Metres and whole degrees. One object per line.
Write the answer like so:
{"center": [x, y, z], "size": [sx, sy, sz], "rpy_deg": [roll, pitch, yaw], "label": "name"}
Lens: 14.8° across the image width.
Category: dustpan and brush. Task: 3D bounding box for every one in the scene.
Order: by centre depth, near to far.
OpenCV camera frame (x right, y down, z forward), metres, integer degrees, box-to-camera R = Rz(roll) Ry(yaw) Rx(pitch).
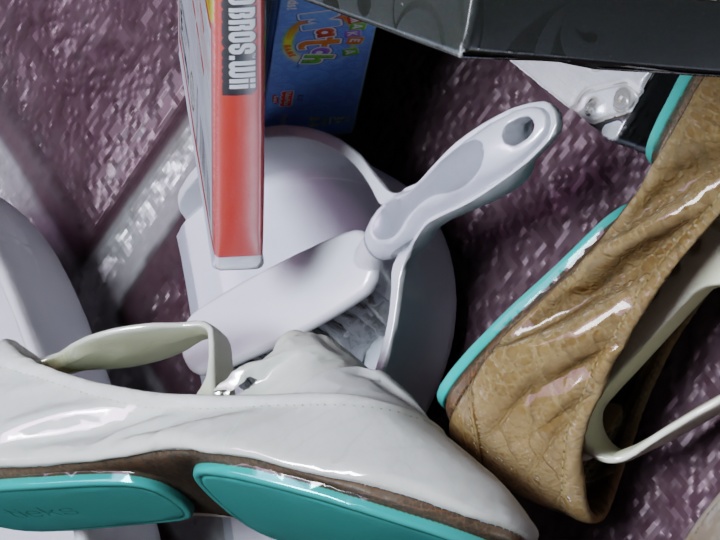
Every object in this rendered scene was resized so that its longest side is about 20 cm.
{"center": [0.000, 0.000, 0.850], "size": [0.200, 0.057, 0.140], "rpy_deg": [-29, 61, 36], "label": "dustpan and brush"}

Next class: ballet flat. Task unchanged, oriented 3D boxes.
{"center": [0.099, -0.008, 0.761], "size": [0.072, 0.068, 0.200], "rpy_deg": [44, 112, 20], "label": "ballet flat"}
{"center": [-0.038, 0.046, 0.813], "size": [0.199, 0.069, 0.070], "rpy_deg": [2, 81, 29], "label": "ballet flat"}

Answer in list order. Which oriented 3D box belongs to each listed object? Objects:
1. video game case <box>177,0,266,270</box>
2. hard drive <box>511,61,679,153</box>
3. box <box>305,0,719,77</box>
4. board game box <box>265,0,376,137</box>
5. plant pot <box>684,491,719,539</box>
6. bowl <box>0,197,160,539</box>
{"center": [-0.043, -0.121, 0.832], "size": [0.143, 0.017, 0.201], "rpy_deg": [-103, 12, -56], "label": "video game case"}
{"center": [0.092, -0.151, 0.817], "size": [0.140, 0.038, 0.200], "rpy_deg": [45, 112, 41], "label": "hard drive"}
{"center": [0.052, -0.158, 0.681], "size": [0.148, 0.124, 0.201], "rpy_deg": [26, 109, 56], "label": "box"}
{"center": [-0.022, -0.163, 0.870], "size": [0.151, 0.036, 0.201], "rpy_deg": [105, 159, -69], "label": "board game box"}
{"center": [0.155, 0.102, 0.595], "size": [0.200, 0.173, 0.201], "rpy_deg": [-12, 72, 43], "label": "plant pot"}
{"center": [-0.147, 0.088, 0.962], "size": [0.200, 0.075, 0.200], "rpy_deg": [-44, 53, 29], "label": "bowl"}
